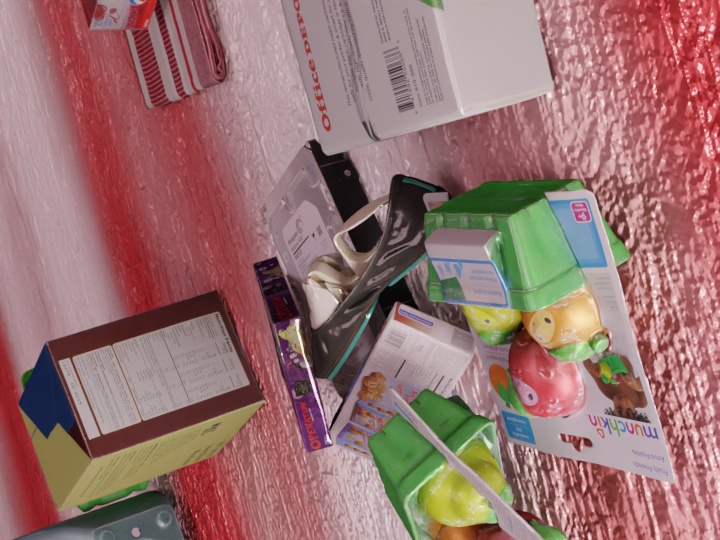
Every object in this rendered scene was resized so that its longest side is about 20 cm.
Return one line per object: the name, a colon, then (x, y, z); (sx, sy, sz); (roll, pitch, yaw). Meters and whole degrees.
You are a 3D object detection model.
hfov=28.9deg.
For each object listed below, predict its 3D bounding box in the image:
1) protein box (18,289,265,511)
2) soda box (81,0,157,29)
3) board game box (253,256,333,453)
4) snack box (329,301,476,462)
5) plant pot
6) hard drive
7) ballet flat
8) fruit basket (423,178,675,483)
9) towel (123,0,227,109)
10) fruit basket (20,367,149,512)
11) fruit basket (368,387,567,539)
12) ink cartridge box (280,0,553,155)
protein box: (-0.241, 0.142, 1.511); (0.136, 0.199, 0.199); (65, 150, 14)
soda box: (-0.256, -0.338, 1.395); (0.070, 0.063, 0.201); (-56, 46, 51)
board game box: (-0.062, 0.070, 1.249); (0.200, 0.032, 0.121); (-122, 14, -73)
snack box: (0.030, 0.100, 1.147); (0.071, 0.024, 0.200); (23, 142, -3)
plant pot: (-0.307, 0.388, 1.784); (0.200, 0.195, 0.197); (-38, 72, 52)
hard drive: (-0.018, 0.002, 1.212); (0.201, 0.038, 0.140); (67, 151, 14)
ballet flat: (0.000, 0.000, 1.094); (0.068, 0.068, 0.200); (33, 119, -7)
fruit basket: (0.117, 0.042, 0.936); (0.185, 0.093, 0.202); (6, 113, 60)
towel: (-0.195, -0.246, 1.413); (0.200, 0.023, 0.145); (-4, 101, 62)
fruit basket: (-0.335, 0.178, 1.769); (0.215, 0.154, 0.217); (161, 90, -75)
fruit basket: (0.101, 0.184, 1.017); (0.199, 0.094, 0.186); (36, 161, 28)
ink cartridge box: (0.032, -0.171, 0.982); (0.200, 0.083, 0.148); (-5, 100, 60)
